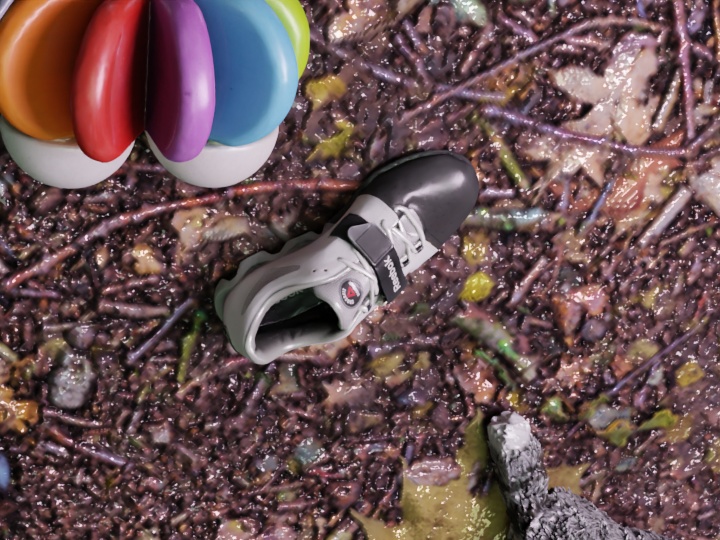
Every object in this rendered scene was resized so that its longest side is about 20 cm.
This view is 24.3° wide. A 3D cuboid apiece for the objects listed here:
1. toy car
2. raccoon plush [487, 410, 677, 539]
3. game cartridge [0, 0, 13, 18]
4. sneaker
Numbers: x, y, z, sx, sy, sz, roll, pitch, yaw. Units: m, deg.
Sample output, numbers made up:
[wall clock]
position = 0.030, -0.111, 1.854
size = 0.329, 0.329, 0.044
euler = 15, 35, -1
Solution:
[toy car]
position = -0.121, -0.122, 0.965
size = 0.197, 0.150, 0.177
euler = -1, 116, -13
[raccoon plush]
position = 0.181, 0.184, 1.233
size = 0.133, 0.097, 0.202
euler = -20, 119, -12
[game cartridge]
position = -0.222, -0.214, 0.903
size = 0.133, 0.040, 0.201
euler = 33, 83, 5
[sneaker]
position = 0.000, 0.000, 1.094
size = 0.199, 0.089, 0.074
euler = -35, 118, 4
